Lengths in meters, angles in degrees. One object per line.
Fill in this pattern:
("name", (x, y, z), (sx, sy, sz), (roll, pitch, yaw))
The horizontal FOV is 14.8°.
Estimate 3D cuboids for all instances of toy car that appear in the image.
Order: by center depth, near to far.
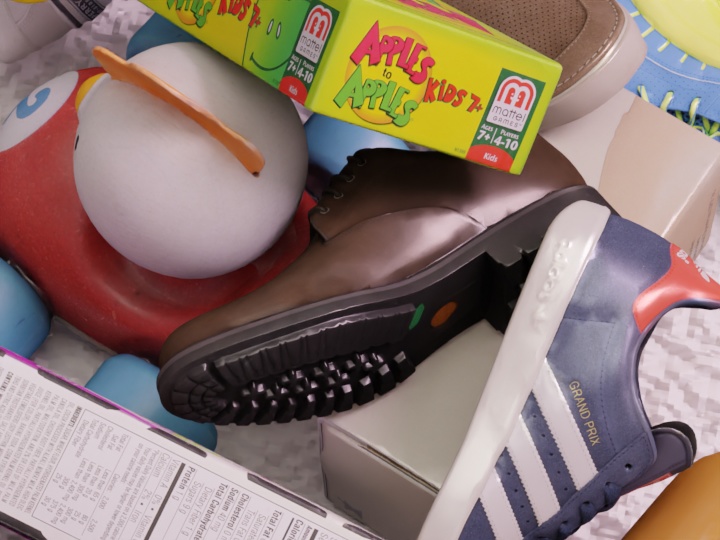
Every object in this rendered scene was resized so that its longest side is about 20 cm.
("toy car", (-0.083, -0.044, 1.145), (0.177, 0.200, 0.184), (34, 68, 16))

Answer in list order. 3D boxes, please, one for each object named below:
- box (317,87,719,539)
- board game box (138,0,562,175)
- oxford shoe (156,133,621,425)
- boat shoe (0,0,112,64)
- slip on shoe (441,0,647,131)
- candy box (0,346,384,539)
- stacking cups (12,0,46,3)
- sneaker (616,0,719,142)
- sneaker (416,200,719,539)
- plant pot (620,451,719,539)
("box", (0.068, 0.023, 1.171), (0.078, 0.095, 0.200), (31, 69, 15))
("board game box", (-0.017, -0.101, 1.111), (0.200, 0.101, 0.048), (35, 106, 55))
("oxford shoe", (0.000, 0.000, 1.097), (0.199, 0.073, 0.085), (-24, 62, -23))
("boat shoe", (-0.183, -0.180, 1.291), (0.066, 0.072, 0.200), (-35, 66, 8))
("slip on shoe", (0.041, -0.114, 1.200), (0.076, 0.061, 0.200), (-46, 36, -11))
("candy box", (-0.084, 0.089, 1.063), (0.199, 0.136, 0.061), (27, 84, -1))
("stacking cups", (-0.101, -0.176, 1.237), (0.060, 0.061, 0.200), (28, 32, 14))
("sneaker", (0.141, -0.074, 1.237), (0.105, 0.076, 0.200), (-34, 60, -2))
("sneaker", (0.077, 0.079, 1.046), (0.084, 0.075, 0.201), (23, 96, 5))
("plant pot", (0.142, 0.174, 1.054), (0.199, 0.201, 0.184), (22, 50, 11))
